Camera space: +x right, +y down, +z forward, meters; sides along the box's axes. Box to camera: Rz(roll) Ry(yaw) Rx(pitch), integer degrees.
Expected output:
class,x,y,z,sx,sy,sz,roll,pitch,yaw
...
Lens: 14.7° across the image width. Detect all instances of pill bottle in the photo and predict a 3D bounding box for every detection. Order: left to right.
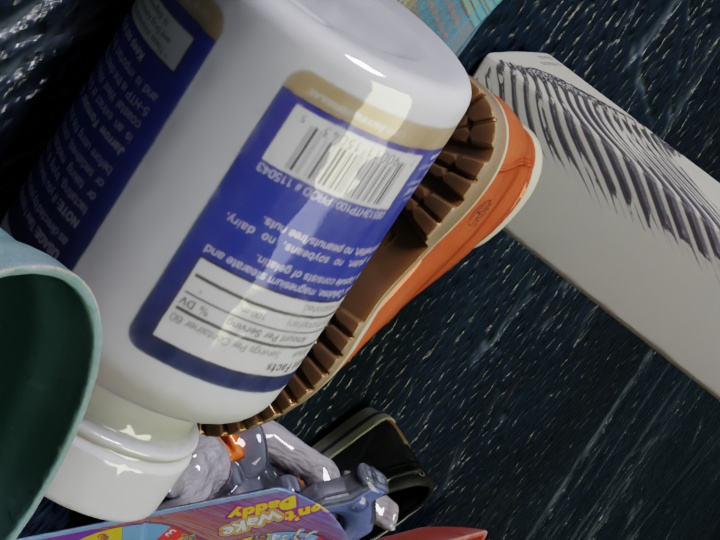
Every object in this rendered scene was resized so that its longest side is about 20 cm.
class,x,y,z,sx,sy,sz,roll,pitch,yaw
pill bottle,-0.060,-0.016,0.995,0.200,0.120,0.120,-56,162,17

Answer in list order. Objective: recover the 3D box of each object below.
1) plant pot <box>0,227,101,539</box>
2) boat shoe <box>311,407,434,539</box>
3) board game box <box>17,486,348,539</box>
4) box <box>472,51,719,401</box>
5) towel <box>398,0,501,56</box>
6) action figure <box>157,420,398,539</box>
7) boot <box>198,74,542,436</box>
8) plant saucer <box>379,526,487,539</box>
class,x,y,z,sx,sy,sz,roll,pitch,yaw
plant pot,-0.187,0.039,0.762,0.200,0.134,0.201,-45,162,-18
boat shoe,-0.036,0.149,1.484,0.200,0.062,0.075,-37,160,-34
board game box,-0.094,0.167,1.244,0.199,0.039,0.158,-10,143,-15
box,0.131,-0.021,1.324,0.069,0.200,0.082,-58,161,18
towel,0.023,-0.126,1.147,0.147,0.022,0.200,-50,162,-5
action figure,-0.081,0.125,1.329,0.199,0.105,0.194,-26,155,3
boot,0.000,0.000,1.217,0.200,0.075,0.107,-43,164,13
plant saucer,-0.019,0.239,1.748,0.200,0.037,0.199,-56,162,13
